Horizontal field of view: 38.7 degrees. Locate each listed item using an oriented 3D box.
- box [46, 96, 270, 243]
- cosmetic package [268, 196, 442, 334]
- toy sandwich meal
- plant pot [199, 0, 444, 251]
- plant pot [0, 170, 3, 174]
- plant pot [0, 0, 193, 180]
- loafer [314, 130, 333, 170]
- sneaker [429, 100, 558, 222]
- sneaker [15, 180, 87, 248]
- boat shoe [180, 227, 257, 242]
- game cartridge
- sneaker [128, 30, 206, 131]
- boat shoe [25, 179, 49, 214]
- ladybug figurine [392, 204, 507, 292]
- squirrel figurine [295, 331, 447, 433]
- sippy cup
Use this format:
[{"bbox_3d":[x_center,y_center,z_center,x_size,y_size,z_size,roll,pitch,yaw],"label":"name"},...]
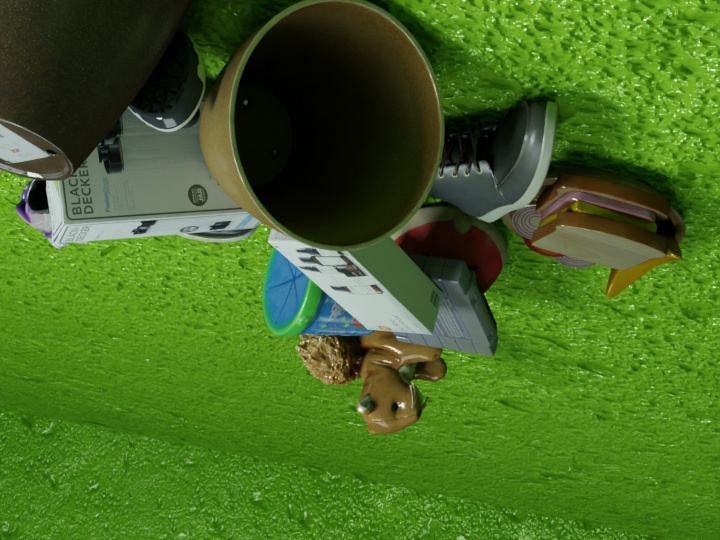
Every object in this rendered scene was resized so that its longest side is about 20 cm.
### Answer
[{"bbox_3d":[-0.187,-0.094,0.943,0.196,0.119,0.060,-4,170,-27],"label":"box"},{"bbox_3d":[0.000,0.000,0.978,0.081,0.051,0.200,5,156,33],"label":"cosmetic package"},{"bbox_3d":[0.225,-0.033,1.000,0.201,0.072,0.206,12,160,5],"label":"toy sandwich meal"},{"bbox_3d":[-0.059,-0.115,0.854,0.184,0.190,0.199,25,171,-28],"label":"plant pot"},{"bbox_3d":[-0.374,-0.107,0.780,0.196,0.191,0.203,5,135,5],"label":"plant pot"},{"bbox_3d":[-0.220,-0.176,0.733,0.183,0.204,0.187,12,160,5],"label":"plant pot"},{"bbox_3d":[-0.006,-0.085,1.026,0.070,0.064,0.200,5,158,22],"label":"loafer"},{"bbox_3d":[0.098,-0.099,0.903,0.104,0.076,0.200,15,161,-9],"label":"sneaker"},{"bbox_3d":[-0.366,-0.083,1.259,0.088,0.082,0.199,35,153,-28],"label":"sneaker"},{"bbox_3d":[-0.205,-0.088,1.137,0.197,0.073,0.068,22,157,-6],"label":"boat shoe"},{"bbox_3d":[0.077,0.036,1.120,0.127,0.039,0.201,4,155,20],"label":"game cartridge"},{"bbox_3d":[-0.154,-0.153,0.848,0.083,0.072,0.200,47,-178,-36],"label":"sneaker"},{"bbox_3d":[-0.285,-0.112,1.065,0.199,0.069,0.056,-35,176,42],"label":"boat shoe"},{"bbox_3d":[0.094,-0.009,1.146,0.133,0.073,0.201,13,160,3],"label":"ladybug figurine"},{"bbox_3d":[0.017,0.117,1.358,0.196,0.190,0.142,10,160,11],"label":"squirrel figurine"},{"bbox_3d":[-0.035,0.021,1.246,0.128,0.142,0.178,13,-166,-29],"label":"sippy cup"}]
